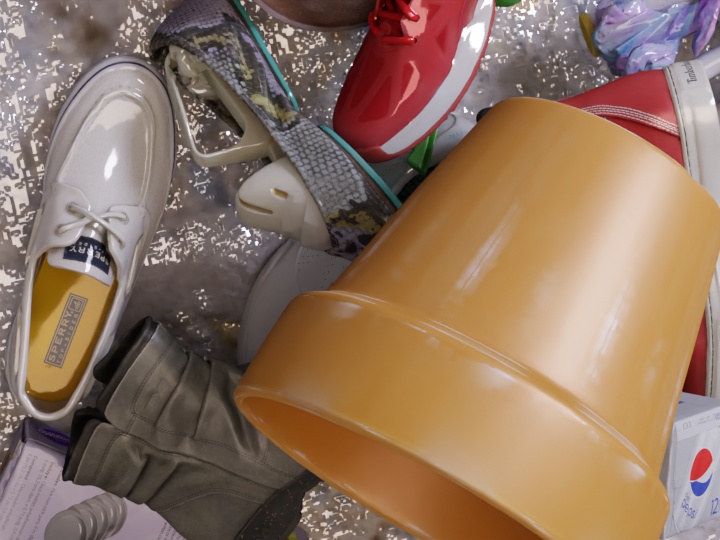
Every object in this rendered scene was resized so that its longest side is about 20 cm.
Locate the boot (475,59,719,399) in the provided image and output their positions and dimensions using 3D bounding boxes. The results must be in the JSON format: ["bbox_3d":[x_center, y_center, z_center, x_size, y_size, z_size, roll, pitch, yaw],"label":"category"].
[{"bbox_3d":[0.125,-0.006,1.020,0.144,0.072,0.200,-13,119,6],"label":"boot"}]

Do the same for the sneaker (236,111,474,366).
[{"bbox_3d":[0.000,0.000,1.047,0.075,0.088,0.200,30,96,-17],"label":"sneaker"}]

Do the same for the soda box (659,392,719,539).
[{"bbox_3d":[0.091,0.086,1.021,0.068,0.200,0.064,-9,105,-53],"label":"soda box"}]

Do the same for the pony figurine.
[{"bbox_3d":[0.226,-0.132,1.042,0.199,0.167,0.193,-21,122,3],"label":"pony figurine"}]

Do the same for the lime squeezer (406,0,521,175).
[{"bbox_3d":[0.074,-0.142,1.040,0.200,0.071,0.038,-46,126,-10],"label":"lime squeezer"}]

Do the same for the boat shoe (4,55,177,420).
[{"bbox_3d":[-0.144,-0.015,1.025,0.071,0.070,0.201,18,98,-14],"label":"boat shoe"}]

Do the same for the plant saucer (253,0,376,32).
[{"bbox_3d":[0.006,-0.218,0.983,0.200,0.034,0.201,-27,140,-25],"label":"plant saucer"}]

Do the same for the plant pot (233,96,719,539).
[{"bbox_3d":[0.072,0.030,0.889,0.200,0.200,0.184,34,75,-16],"label":"plant pot"}]

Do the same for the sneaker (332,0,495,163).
[{"bbox_3d":[0.021,-0.161,0.978,0.115,0.078,0.200,30,89,-44],"label":"sneaker"}]

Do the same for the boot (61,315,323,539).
[{"bbox_3d":[-0.063,0.061,1.001,0.130,0.068,0.200,32,108,-15],"label":"boot"}]

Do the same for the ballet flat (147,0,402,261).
[{"bbox_3d":[-0.047,-0.060,0.996,0.072,0.072,0.200,-37,69,-1],"label":"ballet flat"}]

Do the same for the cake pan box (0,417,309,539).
[{"bbox_3d":[-0.146,0.208,1.086,0.184,0.052,0.200,23,97,-13],"label":"cake pan box"}]
